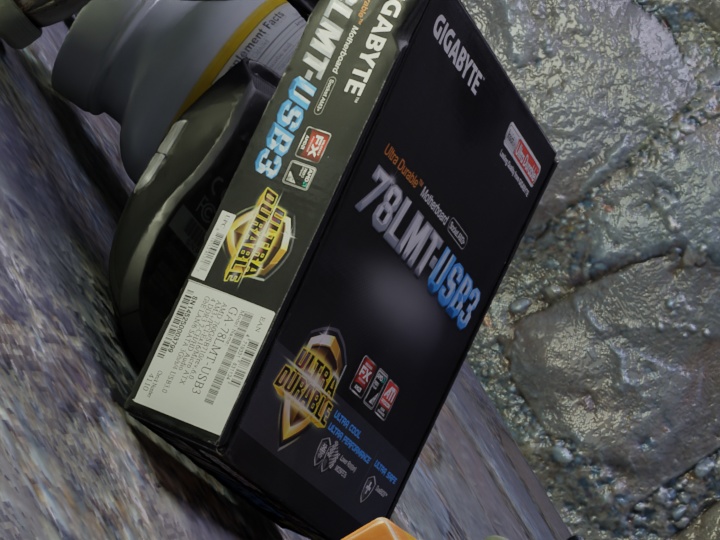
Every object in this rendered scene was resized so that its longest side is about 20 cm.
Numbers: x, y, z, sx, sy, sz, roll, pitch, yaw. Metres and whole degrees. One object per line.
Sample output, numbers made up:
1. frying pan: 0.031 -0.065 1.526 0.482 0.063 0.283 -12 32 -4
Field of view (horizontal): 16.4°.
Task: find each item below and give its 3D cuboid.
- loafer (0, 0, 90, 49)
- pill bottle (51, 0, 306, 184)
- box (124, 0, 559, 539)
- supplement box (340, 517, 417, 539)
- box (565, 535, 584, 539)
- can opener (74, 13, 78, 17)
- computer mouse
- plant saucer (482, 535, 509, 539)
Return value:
1. loafer: -0.180 -0.196 1.092 0.200 0.063 0.072 58 3 -7
2. pill bottle: -0.040 -0.062 1.162 0.200 0.112 0.112 34 2 6
3. box: 0.000 0.000 0.990 0.050 0.199 0.200 22 -11 23
4. supplement box: 0.018 0.149 0.956 0.067 0.069 0.200 61 6 19
5. box: 0.119 0.247 1.164 0.200 0.107 0.149 55 6 -48
6. can opener: -0.160 -0.203 1.362 0.200 0.067 0.053 61 3 -10
7. computer mouse: -0.037 -0.026 1.042 0.046 0.200 0.140 4 -30 40
8. plant saucer: 0.114 0.239 1.375 0.200 0.050 0.200 51 -12 15
